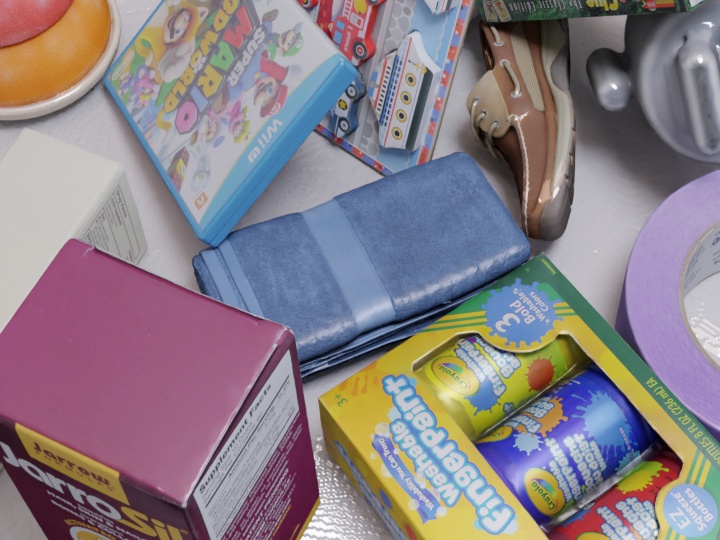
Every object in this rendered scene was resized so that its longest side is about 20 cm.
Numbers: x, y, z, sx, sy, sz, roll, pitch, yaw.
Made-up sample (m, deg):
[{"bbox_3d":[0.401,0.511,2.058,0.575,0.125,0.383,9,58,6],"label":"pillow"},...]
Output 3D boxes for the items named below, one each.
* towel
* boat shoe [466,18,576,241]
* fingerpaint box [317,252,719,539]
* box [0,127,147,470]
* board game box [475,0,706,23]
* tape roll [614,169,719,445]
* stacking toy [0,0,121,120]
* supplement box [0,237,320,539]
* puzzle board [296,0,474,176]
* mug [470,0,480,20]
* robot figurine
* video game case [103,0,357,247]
[{"bbox_3d":[0.000,0.000,0.842,0.197,0.049,0.113,-21,56,-9],"label":"towel"},{"bbox_3d":[0.107,-0.100,0.891,0.070,0.076,0.202,-2,48,7],"label":"boat shoe"},{"bbox_3d":[0.098,0.114,0.747,0.165,0.074,0.201,-31,60,-16],"label":"fingerpaint box"},{"bbox_3d":[-0.217,0.023,0.814,0.077,0.096,0.201,20,59,16],"label":"box"},{"bbox_3d":[0.169,-0.190,0.844,0.104,0.024,0.199,-30,21,-22],"label":"board game box"},{"bbox_3d":[0.253,0.034,0.795,0.196,0.066,0.203,-2,58,3],"label":"tape roll"},{"bbox_3d":[-0.249,-0.214,0.903,0.143,0.201,0.148,-1,57,2],"label":"stacking toy"},{"bbox_3d":[-0.103,0.096,0.695,0.129,0.201,0.104,22,60,18],"label":"supplement box"},{"bbox_3d":[0.001,-0.166,0.863,0.150,0.202,0.017,35,44,24],"label":"puzzle board"},{"bbox_3d":[0.031,-0.239,0.926,0.153,0.187,0.149,-47,41,-14],"label":"mug"},{"bbox_3d":[0.229,-0.141,0.857,0.167,0.115,0.201,-10,23,10],"label":"robot figurine"},{"bbox_3d":[-0.093,-0.128,0.878,0.143,0.018,0.201,-49,46,13],"label":"video game case"}]
